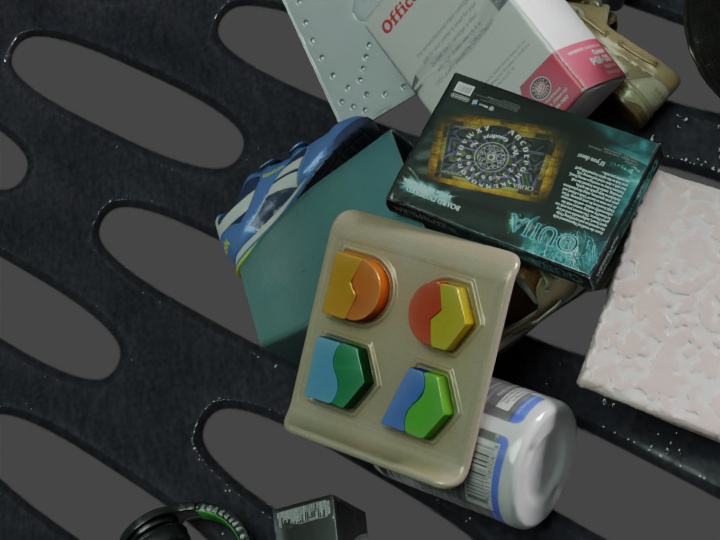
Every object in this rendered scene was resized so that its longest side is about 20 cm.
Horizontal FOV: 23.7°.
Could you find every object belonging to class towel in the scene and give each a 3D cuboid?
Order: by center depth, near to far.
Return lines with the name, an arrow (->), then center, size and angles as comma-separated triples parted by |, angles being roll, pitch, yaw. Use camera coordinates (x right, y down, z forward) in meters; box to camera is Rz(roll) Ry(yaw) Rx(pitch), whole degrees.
towel -> 0.296, 0.038, 1.417 | 0.190, 0.032, 0.201 | 20, 82, 8

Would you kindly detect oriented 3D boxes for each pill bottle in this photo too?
pill bottle -> 0.076, 0.139, 1.481 | 0.199, 0.114, 0.114 | 18, 78, 33

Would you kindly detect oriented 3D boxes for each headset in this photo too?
headset -> -0.189, 0.287, 1.598 | 0.198, 0.094, 0.124 | -7, 61, 9

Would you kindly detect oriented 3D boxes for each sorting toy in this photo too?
sorting toy -> 0.028, 0.062, 1.433 | 0.184, 0.036, 0.202 | 16, 91, 33

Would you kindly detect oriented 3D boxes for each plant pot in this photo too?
plant pot -> 0.000, 0.000, 1.571 | 0.199, 0.141, 0.142 | -30, 58, 20

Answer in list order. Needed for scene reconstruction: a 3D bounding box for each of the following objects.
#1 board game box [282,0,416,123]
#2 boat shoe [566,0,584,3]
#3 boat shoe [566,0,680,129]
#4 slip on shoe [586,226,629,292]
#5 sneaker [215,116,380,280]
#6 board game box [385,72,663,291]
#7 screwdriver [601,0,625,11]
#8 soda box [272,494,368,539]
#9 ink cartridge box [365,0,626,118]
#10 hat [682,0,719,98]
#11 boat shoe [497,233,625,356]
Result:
board game box -> 0.026, -0.267, 1.670 | 0.199, 0.026, 0.201 | -28, 82, 27
boat shoe -> 0.144, -0.310, 1.667 | 0.199, 0.073, 0.063 | 24, 74, 25
boat shoe -> 0.212, -0.214, 1.591 | 0.064, 0.071, 0.200 | -44, 66, -1
slip on shoe -> 0.207, -0.025, 1.515 | 0.199, 0.074, 0.061 | -6, 44, 26
sneaker -> -0.066, -0.084, 1.676 | 0.200, 0.074, 0.082 | -44, 54, 3
board game box -> 0.136, -0.077, 1.441 | 0.199, 0.028, 0.136 | 23, 73, 26
screwdriver -> 0.249, -0.305, 1.542 | 0.029, 0.200, 0.028 | 33, 60, 10
soda box -> -0.026, 0.303, 1.489 | 0.063, 0.071, 0.201 | -18, 62, 21
ink cartridge box -> 0.119, -0.201, 1.551 | 0.201, 0.083, 0.147 | 54, 130, 12
hat -> 0.359, -0.220, 1.497 | 0.199, 0.081, 0.202 | 0, 89, -14
boat shoe -> 0.150, 0.006, 1.460 | 0.075, 0.068, 0.200 | 45, 108, 14
